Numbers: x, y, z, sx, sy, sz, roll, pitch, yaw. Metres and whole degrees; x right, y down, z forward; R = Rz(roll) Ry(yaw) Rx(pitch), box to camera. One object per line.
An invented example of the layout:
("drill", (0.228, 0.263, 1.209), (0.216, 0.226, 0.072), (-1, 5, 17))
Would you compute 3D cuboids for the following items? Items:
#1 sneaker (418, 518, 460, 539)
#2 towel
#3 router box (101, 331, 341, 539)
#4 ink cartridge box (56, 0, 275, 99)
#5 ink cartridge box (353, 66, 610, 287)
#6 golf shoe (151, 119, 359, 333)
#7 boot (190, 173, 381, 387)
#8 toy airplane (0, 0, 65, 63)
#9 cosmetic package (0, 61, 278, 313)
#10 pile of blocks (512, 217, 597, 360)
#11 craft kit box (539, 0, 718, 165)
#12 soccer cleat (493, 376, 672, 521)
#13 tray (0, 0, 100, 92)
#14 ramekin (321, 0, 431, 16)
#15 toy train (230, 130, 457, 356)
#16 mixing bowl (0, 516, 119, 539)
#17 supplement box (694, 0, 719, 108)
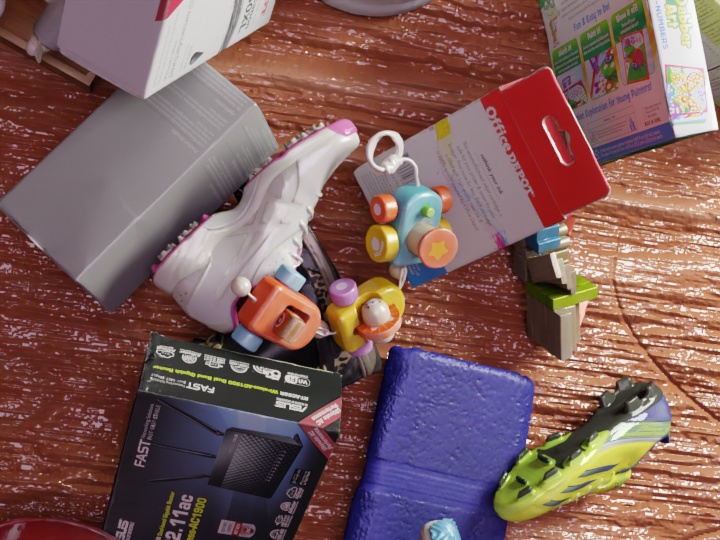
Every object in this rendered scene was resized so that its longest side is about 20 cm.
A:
("sneaker", (0.050, 0.282, 0.877), (0.081, 0.077, 0.200), (-1, 126, -3))
("towel", (0.068, 0.175, 0.944), (0.147, 0.050, 0.200), (15, 84, -18))
("router box", (-0.112, 0.151, 0.838), (0.150, 0.062, 0.200), (13, 128, -10))
("ink cartridge box", (-0.127, -0.240, 0.816), (0.083, 0.145, 0.200), (30, 38, 8))
("ink cartridge box", (0.106, -0.079, 0.886), (0.067, 0.200, 0.116), (-31, 95, -55))
("golf shoe", (-0.067, -0.034, 0.845), (0.200, 0.075, 0.092), (-41, 90, 5))
("boot", (-0.090, 0.036, 0.903), (0.150, 0.073, 0.200), (-32, 100, -11))
("toy airplane", (-0.263, -0.237, 0.773), (0.200, 0.199, 0.141), (6, 62, -19))
("cosmetic package", (-0.176, -0.076, 0.865), (0.200, 0.090, 0.107), (-45, 69, -7))
("pile of blocks", (0.174, -0.025, 0.953), (0.062, 0.082, 0.200), (-16, 92, -18))
("craft kit box", (0.216, -0.195, 0.910), (0.048, 0.200, 0.198), (-14, 92, -12))
("soccer cleat", (0.203, 0.172, 0.944), (0.200, 0.065, 0.084), (-31, 110, -26))
("tray", (-0.289, -0.242, 0.889), (0.200, 0.037, 0.099), (29, 83, -8))
("ramekin", (0.020, -0.330, 0.926), (0.200, 0.098, 0.201), (0, 88, -12))
("toy train", (0.000, 0.000, 0.826), (0.200, 0.056, 0.150), (-52, 135, -2))
("mixing bowl", (-0.251, 0.301, 0.811), (0.200, 0.108, 0.200), (0, 103, -2))
("supplement box", (0.381, -0.263, 0.979), (0.200, 0.134, 0.200), (39, 81, -8))
